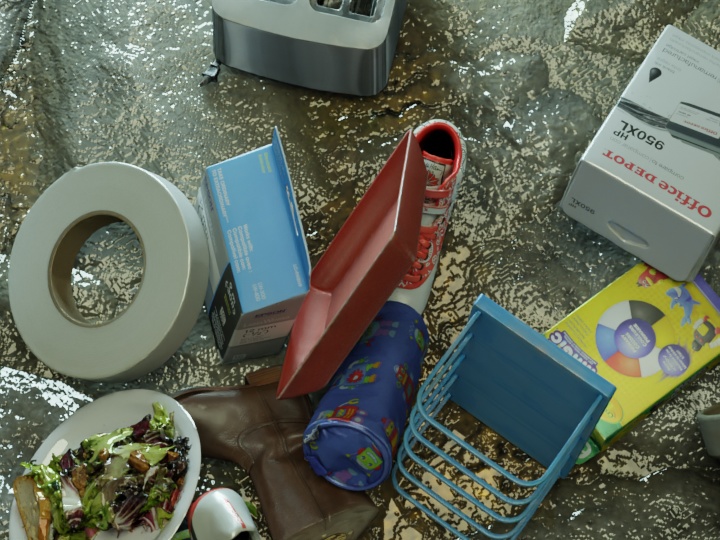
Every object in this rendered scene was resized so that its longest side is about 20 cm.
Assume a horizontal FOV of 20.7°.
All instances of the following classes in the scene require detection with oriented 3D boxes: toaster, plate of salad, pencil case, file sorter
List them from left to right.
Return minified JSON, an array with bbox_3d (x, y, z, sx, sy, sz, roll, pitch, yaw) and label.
[{"bbox_3d":[-0.227,0.186,1.697,0.199,0.048,0.201,-18,49,22],"label":"plate of salad"},{"bbox_3d":[-0.048,-0.269,1.887,0.179,0.119,0.202,13,72,4],"label":"toaster"},{"bbox_3d":[0.005,0.111,1.734,0.086,0.078,0.201,-15,28,24],"label":"pencil case"},{"bbox_3d":[0.113,0.143,1.700,0.138,0.200,0.123,35,66,11],"label":"file sorter"}]

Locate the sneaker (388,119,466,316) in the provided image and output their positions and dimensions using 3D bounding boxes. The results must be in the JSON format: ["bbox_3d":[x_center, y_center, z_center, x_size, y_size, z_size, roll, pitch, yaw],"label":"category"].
[{"bbox_3d":[0.048,-0.041,1.817,0.067,0.108,0.203,17,72,5],"label":"sneaker"}]

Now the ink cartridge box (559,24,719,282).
[{"bbox_3d":[0.296,-0.110,1.830,0.144,0.084,0.201,30,57,9],"label":"ink cartridge box"}]

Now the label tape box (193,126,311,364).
[{"bbox_3d":[-0.100,-0.019,1.756,0.065,0.200,0.144,-10,71,-14],"label":"label tape box"}]

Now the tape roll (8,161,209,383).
[{"bbox_3d":[-0.231,0.001,1.792,0.201,0.037,0.205,-5,78,26],"label":"tape roll"}]

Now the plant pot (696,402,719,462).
[{"bbox_3d":[0.413,0.183,1.718,0.198,0.200,0.175,-16,88,-6],"label":"plant pot"}]

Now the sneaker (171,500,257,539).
[{"bbox_3d":[-0.189,0.242,1.754,0.198,0.072,0.083,-6,40,0],"label":"sneaker"}]

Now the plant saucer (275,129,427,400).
[{"bbox_3d":[0.000,0.000,1.728,0.037,0.201,0.200,29,29,-11],"label":"plant saucer"}]

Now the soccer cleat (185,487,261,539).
[{"bbox_3d":[-0.104,0.279,1.674,0.068,0.202,0.085,-19,28,-23],"label":"soccer cleat"}]

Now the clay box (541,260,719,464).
[{"bbox_3d":[0.243,0.077,1.811,0.199,0.048,0.115,-35,74,-13],"label":"clay box"}]

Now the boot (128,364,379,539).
[{"bbox_3d":[-0.100,0.187,1.727,0.185,0.065,0.201,-23,52,-10],"label":"boot"}]
